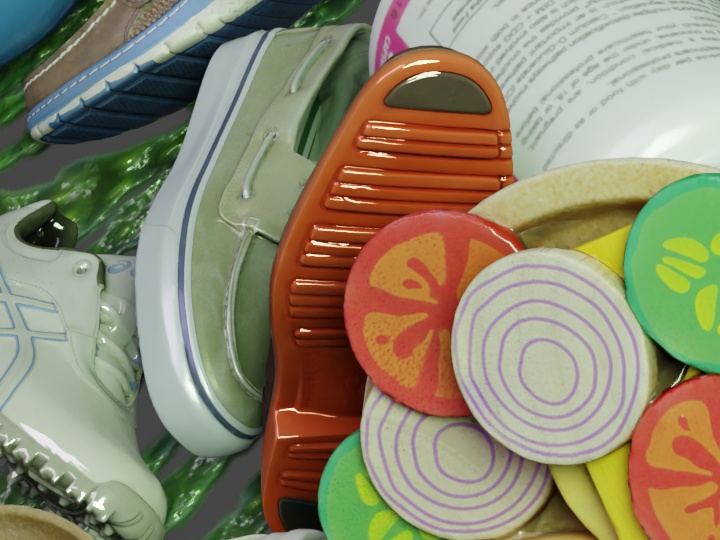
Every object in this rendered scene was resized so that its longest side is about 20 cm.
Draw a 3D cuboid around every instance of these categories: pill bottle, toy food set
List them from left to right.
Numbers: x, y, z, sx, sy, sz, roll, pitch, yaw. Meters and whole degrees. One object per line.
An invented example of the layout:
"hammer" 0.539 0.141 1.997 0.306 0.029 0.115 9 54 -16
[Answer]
"toy food set" 0.077 0.063 0.702 0.200 0.198 0.049 -25 0 34
"pill bottle" 0.089 -0.033 0.810 0.113 0.113 0.200 -39 41 3

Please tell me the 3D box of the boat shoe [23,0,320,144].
"boat shoe" -0.061 -0.123 1.009 0.200 0.072 0.072 -33 77 18

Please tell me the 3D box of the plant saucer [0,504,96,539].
"plant saucer" -0.145 0.177 0.864 0.200 0.035 0.200 -20 49 25

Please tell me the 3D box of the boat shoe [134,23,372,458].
"boat shoe" -0.034 -0.022 0.927 0.062 0.072 0.200 -18 44 28

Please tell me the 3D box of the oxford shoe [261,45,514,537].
"oxford shoe" 0.000 0.000 0.809 0.071 0.200 0.073 6 41 -13

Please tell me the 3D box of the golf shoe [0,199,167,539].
"golf shoe" -0.111 0.031 0.943 0.097 0.078 0.200 -40 42 -8

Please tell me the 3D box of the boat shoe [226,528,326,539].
"boat shoe" -0.034 0.163 0.775 0.070 0.071 0.200 -22 38 25

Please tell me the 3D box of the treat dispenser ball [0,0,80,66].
"treat dispenser ball" -0.201 -0.178 1.089 0.201 0.201 0.201 -21 45 22
